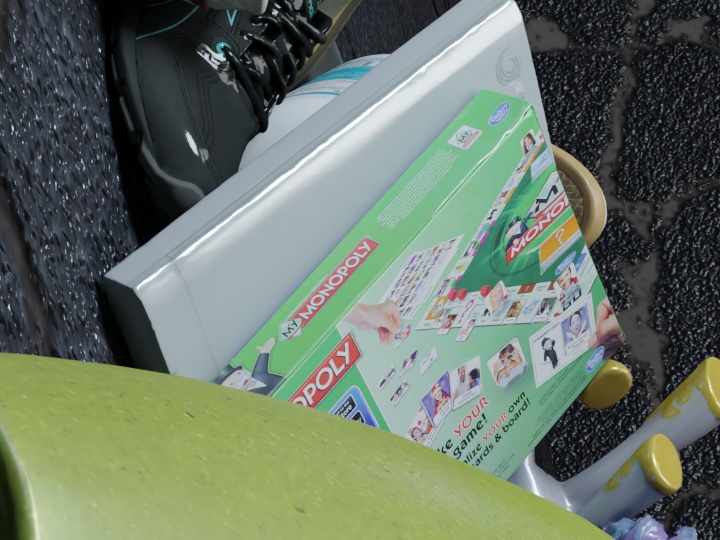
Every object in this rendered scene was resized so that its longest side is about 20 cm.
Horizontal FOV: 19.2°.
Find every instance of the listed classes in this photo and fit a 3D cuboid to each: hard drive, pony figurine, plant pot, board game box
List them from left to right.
[{"bbox_3d":[-0.044,0.095,0.396,0.200,0.186,0.188,41,35,-52],"label":"plant pot"},{"bbox_3d":[0.000,0.000,0.811,0.026,0.200,0.133,22,-39,42],"label":"hard drive"},{"bbox_3d":[0.016,0.047,0.806,0.200,0.029,0.135,-47,134,-22],"label":"board game box"},{"bbox_3d":[0.063,0.134,0.891,0.166,0.199,0.194,38,39,-32],"label":"pony figurine"}]

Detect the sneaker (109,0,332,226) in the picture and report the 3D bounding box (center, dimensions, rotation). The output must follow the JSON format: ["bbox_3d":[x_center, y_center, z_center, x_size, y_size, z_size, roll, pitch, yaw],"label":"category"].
[{"bbox_3d":[-0.054,-0.099,0.860,0.076,0.079,0.201,71,12,-45],"label":"sneaker"}]

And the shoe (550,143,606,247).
[{"bbox_3d":[0.043,-0.045,1.065,0.053,0.199,0.071,-10,107,-51],"label":"shoe"}]

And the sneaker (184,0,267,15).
[{"bbox_3d":[-0.019,-0.171,0.853,0.200,0.090,0.075,-51,158,-31],"label":"sneaker"}]

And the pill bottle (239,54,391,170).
[{"bbox_3d":[-0.007,-0.028,0.933,0.200,0.110,0.112,-43,122,-70],"label":"pill bottle"}]

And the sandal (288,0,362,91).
[{"bbox_3d":[-0.012,-0.162,0.949,0.054,0.200,0.080,32,13,-40],"label":"sandal"}]

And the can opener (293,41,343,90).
[{"bbox_3d":[-0.050,-0.122,1.079,0.067,0.052,0.200,-62,157,-16],"label":"can opener"}]
